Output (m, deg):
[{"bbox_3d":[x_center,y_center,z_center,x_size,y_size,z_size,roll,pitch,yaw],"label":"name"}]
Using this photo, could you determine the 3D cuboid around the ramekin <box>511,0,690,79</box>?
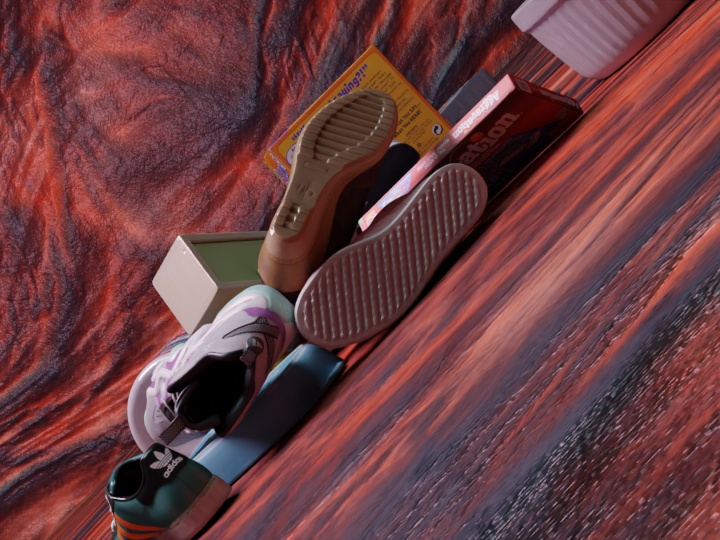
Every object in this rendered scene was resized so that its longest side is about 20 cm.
[{"bbox_3d":[0.247,-0.273,1.429,0.200,0.105,0.200,-46,3,3],"label":"ramekin"}]

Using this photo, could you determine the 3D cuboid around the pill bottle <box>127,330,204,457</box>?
[{"bbox_3d":[-0.152,0.118,1.507,0.120,0.120,0.200,-44,4,10],"label":"pill bottle"}]

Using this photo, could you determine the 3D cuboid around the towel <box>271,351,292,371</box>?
[{"bbox_3d":[-0.106,0.069,1.475,0.200,0.085,0.018,-128,50,-70],"label":"towel"}]

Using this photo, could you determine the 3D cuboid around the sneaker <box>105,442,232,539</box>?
[{"bbox_3d":[-0.175,0.191,1.258,0.071,0.080,0.200,-50,5,-36],"label":"sneaker"}]

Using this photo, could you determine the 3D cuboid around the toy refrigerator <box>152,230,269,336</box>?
[{"bbox_3d":[-0.097,0.007,1.486,0.199,0.076,0.070,-3,-45,-48],"label":"toy refrigerator"}]

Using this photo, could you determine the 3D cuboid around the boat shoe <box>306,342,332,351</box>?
[{"bbox_3d":[0.000,0.000,1.472,0.200,0.068,0.072,-48,5,0],"label":"boat shoe"}]

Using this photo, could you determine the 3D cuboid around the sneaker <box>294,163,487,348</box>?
[{"bbox_3d":[0.022,-0.005,1.285,0.200,0.075,0.105,-43,1,-13],"label":"sneaker"}]

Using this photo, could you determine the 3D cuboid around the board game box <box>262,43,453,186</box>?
[{"bbox_3d":[0.007,-0.156,2.085,0.200,0.200,0.200,-45,4,-4],"label":"board game box"}]

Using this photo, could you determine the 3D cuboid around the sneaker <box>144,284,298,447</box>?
[{"bbox_3d":[-0.138,0.108,1.247,0.200,0.078,0.140,-50,6,34],"label":"sneaker"}]

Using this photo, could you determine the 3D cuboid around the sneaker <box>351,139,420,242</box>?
[{"bbox_3d":[-0.020,-0.043,1.429,0.201,0.080,0.086,-52,36,5],"label":"sneaker"}]

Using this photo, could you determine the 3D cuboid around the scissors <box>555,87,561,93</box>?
[{"bbox_3d":[0.198,-0.167,1.567,0.073,0.014,0.200,-46,2,39],"label":"scissors"}]

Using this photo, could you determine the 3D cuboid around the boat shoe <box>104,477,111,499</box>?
[{"bbox_3d":[-0.233,0.232,1.630,0.076,0.060,0.200,-47,4,-30],"label":"boat shoe"}]

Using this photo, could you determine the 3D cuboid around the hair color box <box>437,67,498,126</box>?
[{"bbox_3d":[0.158,-0.253,2.565,0.099,0.061,0.200,-42,6,44],"label":"hair color box"}]

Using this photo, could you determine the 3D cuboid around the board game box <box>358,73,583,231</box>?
[{"bbox_3d":[0.097,-0.091,1.351,0.102,0.020,0.200,12,-46,-46],"label":"board game box"}]

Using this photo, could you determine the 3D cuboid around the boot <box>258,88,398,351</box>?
[{"bbox_3d":[-0.030,-0.045,1.327,0.201,0.072,0.167,-58,-17,-30],"label":"boot"}]

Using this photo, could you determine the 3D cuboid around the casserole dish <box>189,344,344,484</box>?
[{"bbox_3d":[-0.092,0.133,1.321,0.200,0.039,0.121,-43,6,28],"label":"casserole dish"}]
